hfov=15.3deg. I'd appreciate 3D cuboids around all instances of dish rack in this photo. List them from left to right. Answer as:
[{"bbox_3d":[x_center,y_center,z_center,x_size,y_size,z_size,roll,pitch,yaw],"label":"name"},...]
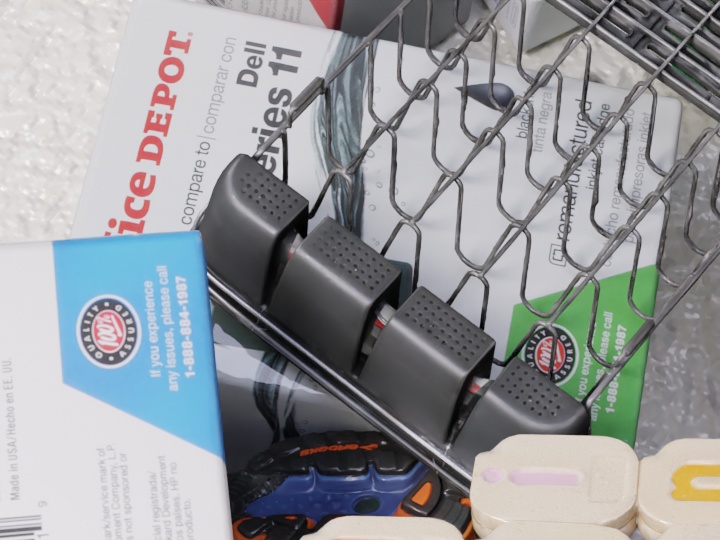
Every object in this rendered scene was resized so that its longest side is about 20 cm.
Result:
[{"bbox_3d":[0.058,-0.035,0.873,0.153,0.055,0.200,37,62,12],"label":"dish rack"}]

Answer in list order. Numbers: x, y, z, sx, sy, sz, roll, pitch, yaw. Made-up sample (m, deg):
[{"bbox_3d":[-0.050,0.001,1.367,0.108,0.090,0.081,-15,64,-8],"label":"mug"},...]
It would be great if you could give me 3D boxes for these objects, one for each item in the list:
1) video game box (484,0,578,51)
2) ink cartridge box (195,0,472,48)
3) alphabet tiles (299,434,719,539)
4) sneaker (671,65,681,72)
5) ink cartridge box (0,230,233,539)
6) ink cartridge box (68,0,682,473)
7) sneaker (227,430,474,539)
[{"bbox_3d":[0.100,-0.202,1.061,0.199,0.047,0.183,-25,70,-17],"label":"video game box"},{"bbox_3d":[-0.045,-0.176,0.978,0.083,0.147,0.200,-36,71,-22],"label":"ink cartridge box"},{"bbox_3d":[0.072,0.112,0.720,0.194,0.015,0.201,1,36,8],"label":"alphabet tiles"},{"bbox_3d":[0.204,-0.069,0.977,0.198,0.074,0.084,9,37,9],"label":"sneaker"},{"bbox_3d":[-0.138,0.076,0.778,0.198,0.084,0.147,-4,65,-5],"label":"ink cartridge box"},{"bbox_3d":[0.000,0.000,0.925,0.198,0.083,0.147,11,62,1],"label":"ink cartridge box"},{"bbox_3d":[-0.058,0.101,0.875,0.198,0.079,0.076,3,37,15],"label":"sneaker"}]
